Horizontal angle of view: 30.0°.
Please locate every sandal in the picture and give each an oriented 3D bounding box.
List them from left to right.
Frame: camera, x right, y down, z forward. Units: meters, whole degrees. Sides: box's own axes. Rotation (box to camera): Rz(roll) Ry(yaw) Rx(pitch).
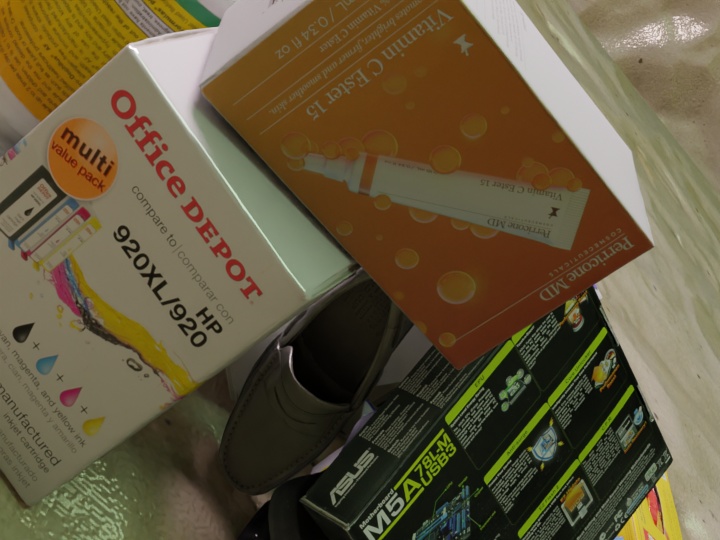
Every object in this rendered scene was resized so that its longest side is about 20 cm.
[{"bbox_3d":[0.011,0.132,0.786,0.200,0.042,0.077,-28,101,-65],"label":"sandal"}]

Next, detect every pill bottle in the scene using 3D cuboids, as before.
[{"bbox_3d":[-0.157,-0.138,0.792,0.113,0.199,0.113,43,25,-26],"label":"pill bottle"}]

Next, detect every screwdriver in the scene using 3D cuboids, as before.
[{"bbox_3d":[-0.033,0.147,0.880,0.200,0.028,0.029,-25,111,-69],"label":"screwdriver"}]

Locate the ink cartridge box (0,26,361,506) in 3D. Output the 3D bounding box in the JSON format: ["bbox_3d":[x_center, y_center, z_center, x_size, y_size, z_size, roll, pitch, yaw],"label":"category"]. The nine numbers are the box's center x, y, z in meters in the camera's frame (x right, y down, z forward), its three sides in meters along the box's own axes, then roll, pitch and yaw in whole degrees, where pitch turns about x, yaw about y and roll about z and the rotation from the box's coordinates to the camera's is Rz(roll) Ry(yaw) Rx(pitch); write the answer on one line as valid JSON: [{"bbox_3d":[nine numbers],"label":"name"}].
[{"bbox_3d":[-0.114,-0.008,0.700,0.148,0.199,0.145,54,22,-1],"label":"ink cartridge box"}]

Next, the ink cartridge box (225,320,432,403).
[{"bbox_3d":[0.000,0.000,0.907,0.083,0.197,0.147,84,-5,-46],"label":"ink cartridge box"}]

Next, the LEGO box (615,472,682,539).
[{"bbox_3d":[0.163,0.207,1.027,0.077,0.148,0.201,44,24,-24],"label":"LEGO box"}]

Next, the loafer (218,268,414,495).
[{"bbox_3d":[-0.028,0.060,0.788,0.070,0.201,0.070,37,24,6],"label":"loafer"}]

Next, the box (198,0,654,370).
[{"bbox_3d":[0.036,-0.072,0.664,0.200,0.124,0.098,46,24,-23],"label":"box"}]

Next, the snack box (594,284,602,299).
[{"bbox_3d":[0.130,-0.003,0.896,0.073,0.024,0.200,64,14,4],"label":"snack box"}]

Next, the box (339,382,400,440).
[{"bbox_3d":[0.030,0.040,1.045,0.128,0.109,0.201,40,27,-33],"label":"box"}]

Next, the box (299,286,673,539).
[{"bbox_3d":[0.082,0.118,0.762,0.047,0.200,0.194,20,-28,48],"label":"box"}]

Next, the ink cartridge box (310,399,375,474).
[{"bbox_3d":[0.029,0.216,0.852,0.198,0.047,0.201,53,22,-19],"label":"ink cartridge box"}]
